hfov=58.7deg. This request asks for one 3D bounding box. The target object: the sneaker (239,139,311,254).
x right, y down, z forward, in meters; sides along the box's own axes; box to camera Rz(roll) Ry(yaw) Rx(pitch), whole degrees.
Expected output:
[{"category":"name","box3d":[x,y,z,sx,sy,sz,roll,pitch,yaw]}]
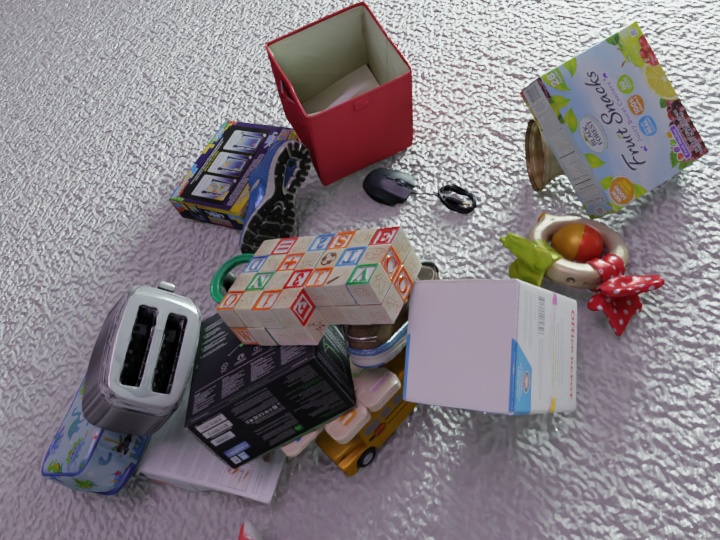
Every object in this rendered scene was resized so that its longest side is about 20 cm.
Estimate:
[{"category":"sneaker","box3d":[-0.145,-0.116,1.032,0.089,0.078,0.201,34,102,55]}]

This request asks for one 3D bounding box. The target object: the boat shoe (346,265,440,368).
[{"category":"boat shoe","box3d":[0.047,0.033,0.758,0.072,0.073,0.200,1,26,27]}]

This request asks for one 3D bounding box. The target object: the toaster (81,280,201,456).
[{"category":"toaster","box3d":[-0.267,0.114,0.781,0.129,0.113,0.201,-39,38,53]}]

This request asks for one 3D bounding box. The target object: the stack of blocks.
[{"category":"stack of blocks","box3d":[-0.047,0.019,0.694,0.199,0.059,0.116,-4,42,36]}]

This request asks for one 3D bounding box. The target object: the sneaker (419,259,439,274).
[{"category":"sneaker","box3d":[0.000,0.000,0.869,0.115,0.199,0.076,25,107,49]}]

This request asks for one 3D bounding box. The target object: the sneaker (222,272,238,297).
[{"category":"sneaker","box3d":[-0.143,0.065,0.921,0.199,0.081,0.075,29,68,33]}]

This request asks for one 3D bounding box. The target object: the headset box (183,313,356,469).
[{"category":"headset box","box3d":[-0.110,0.106,0.781,0.173,0.093,0.201,-29,33,10]}]

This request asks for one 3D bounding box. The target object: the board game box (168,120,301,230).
[{"category":"board game box","box3d":[-0.217,-0.172,1.136,0.164,0.057,0.201,14,61,27]}]

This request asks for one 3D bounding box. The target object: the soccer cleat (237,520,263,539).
[{"category":"soccer cleat","box3d":[-0.082,0.364,0.694,0.085,0.069,0.201,-21,54,-6]}]

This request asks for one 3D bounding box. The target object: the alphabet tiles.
[{"category":"alphabet tiles","box3d":[-0.038,0.131,0.783,0.196,0.015,0.200,-45,33,-13]}]

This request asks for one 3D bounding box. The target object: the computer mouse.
[{"category":"computer mouse","box3d":[0.088,-0.127,0.998,0.199,0.034,0.059,14,61,28]}]

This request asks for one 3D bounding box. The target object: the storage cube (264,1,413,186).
[{"category":"storage cube","box3d":[-0.026,-0.278,1.027,0.199,0.180,0.172,-26,64,-8]}]

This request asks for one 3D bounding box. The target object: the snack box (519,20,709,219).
[{"category":"snack box","box3d":[0.335,-0.197,0.850,0.168,0.068,0.201,-30,91,-12]}]

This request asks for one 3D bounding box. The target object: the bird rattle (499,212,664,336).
[{"category":"bird rattle","box3d":[0.278,-0.018,0.809,0.198,0.113,0.163,7,42,22]}]

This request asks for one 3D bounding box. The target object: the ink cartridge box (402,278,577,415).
[{"category":"ink cartridge box","box3d":[0.154,0.088,0.707,0.124,0.199,0.130,-2,79,36]}]

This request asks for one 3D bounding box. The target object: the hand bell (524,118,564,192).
[{"category":"hand bell","box3d":[0.346,-0.175,0.915,0.198,0.104,0.105,-6,53,1]}]

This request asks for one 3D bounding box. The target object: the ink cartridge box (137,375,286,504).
[{"category":"ink cartridge box","box3d":[-0.175,0.215,0.853,0.198,0.050,0.163,8,58,18]}]

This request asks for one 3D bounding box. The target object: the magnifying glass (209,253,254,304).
[{"category":"magnifying glass","box3d":[-0.122,-0.003,0.887,0.199,0.022,0.080,-21,52,18]}]

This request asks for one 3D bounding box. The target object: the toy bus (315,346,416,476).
[{"category":"toy bus","box3d":[0.027,0.152,0.791,0.200,0.078,0.065,-45,52,-14]}]

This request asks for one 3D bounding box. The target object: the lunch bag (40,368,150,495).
[{"category":"lunch bag","box3d":[-0.345,0.199,0.880,0.160,0.082,0.201,-15,46,40]}]
